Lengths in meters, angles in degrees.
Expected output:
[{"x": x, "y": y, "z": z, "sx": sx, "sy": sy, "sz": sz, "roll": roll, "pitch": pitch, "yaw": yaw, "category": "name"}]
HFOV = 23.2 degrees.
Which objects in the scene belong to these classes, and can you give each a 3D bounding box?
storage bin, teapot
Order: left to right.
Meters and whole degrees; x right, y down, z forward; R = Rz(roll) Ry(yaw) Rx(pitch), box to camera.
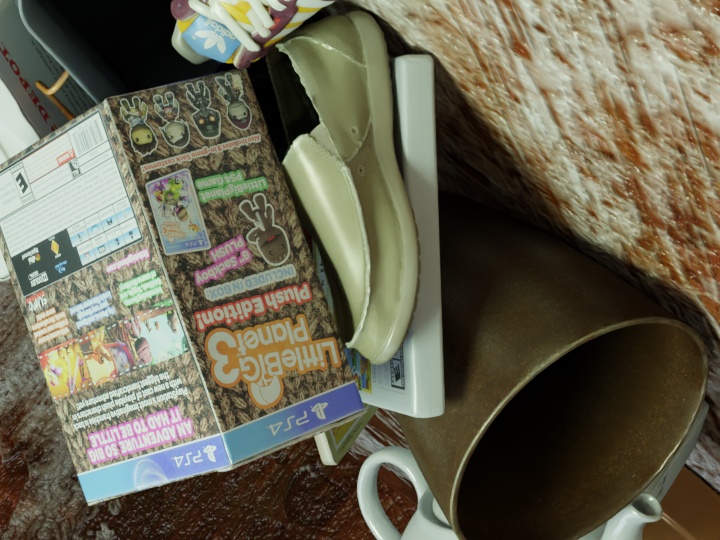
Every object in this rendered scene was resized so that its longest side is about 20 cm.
[{"x": -0.147, "y": -0.164, "z": 1.083, "sx": 0.134, "sy": 0.146, "sz": 0.200, "roll": 43, "pitch": 176, "yaw": 46, "category": "storage bin"}, {"x": 0.102, "y": 0.192, "z": 1.222, "sx": 0.198, "sy": 0.199, "sz": 0.147, "roll": -98, "pitch": -5, "yaw": -74, "category": "teapot"}]

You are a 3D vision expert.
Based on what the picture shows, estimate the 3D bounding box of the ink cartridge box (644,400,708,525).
[{"x": 0.145, "y": 0.088, "z": 1.265, "sx": 0.200, "sy": 0.083, "sz": 0.147, "roll": 36, "pitch": 170, "yaw": 15, "category": "ink cartridge box"}]

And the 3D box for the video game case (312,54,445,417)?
[{"x": 0.007, "y": -0.021, "z": 1.049, "sx": 0.023, "sy": 0.201, "sz": 0.182, "roll": -3, "pitch": -178, "yaw": -19, "category": "video game case"}]

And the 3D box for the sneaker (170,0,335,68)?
[{"x": -0.048, "y": -0.146, "z": 0.895, "sx": 0.075, "sy": 0.090, "sz": 0.200, "roll": 40, "pitch": 170, "yaw": -8, "category": "sneaker"}]

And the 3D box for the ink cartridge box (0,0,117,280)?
[{"x": -0.216, "y": -0.108, "z": 1.141, "sx": 0.145, "sy": 0.084, "sz": 0.200, "roll": 59, "pitch": -162, "yaw": -21, "category": "ink cartridge box"}]

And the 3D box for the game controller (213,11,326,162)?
[{"x": -0.071, "y": -0.071, "z": 1.072, "sx": 0.042, "sy": 0.104, "sz": 0.200, "roll": 34, "pitch": 137, "yaw": 10, "category": "game controller"}]

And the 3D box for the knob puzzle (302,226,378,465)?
[{"x": 0.000, "y": 0.000, "z": 1.190, "sx": 0.030, "sy": 0.221, "sz": 0.220, "roll": 0, "pitch": 150, "yaw": 30, "category": "knob puzzle"}]

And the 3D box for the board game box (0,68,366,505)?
[{"x": -0.108, "y": 0.012, "z": 0.971, "sx": 0.159, "sy": 0.097, "sz": 0.201, "roll": -20, "pitch": 89, "yaw": 51, "category": "board game box"}]

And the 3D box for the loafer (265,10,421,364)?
[{"x": -0.015, "y": -0.045, "z": 0.967, "sx": 0.068, "sy": 0.201, "sz": 0.076, "roll": -3, "pitch": 164, "yaw": -19, "category": "loafer"}]

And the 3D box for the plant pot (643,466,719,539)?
[{"x": 0.215, "y": 0.229, "z": 1.489, "sx": 0.200, "sy": 0.140, "sz": 0.200, "roll": 37, "pitch": 171, "yaw": 7, "category": "plant pot"}]

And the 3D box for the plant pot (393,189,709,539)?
[{"x": 0.082, "y": 0.044, "z": 1.096, "sx": 0.200, "sy": 0.187, "sz": 0.187, "roll": 49, "pitch": 179, "yaw": 39, "category": "plant pot"}]
